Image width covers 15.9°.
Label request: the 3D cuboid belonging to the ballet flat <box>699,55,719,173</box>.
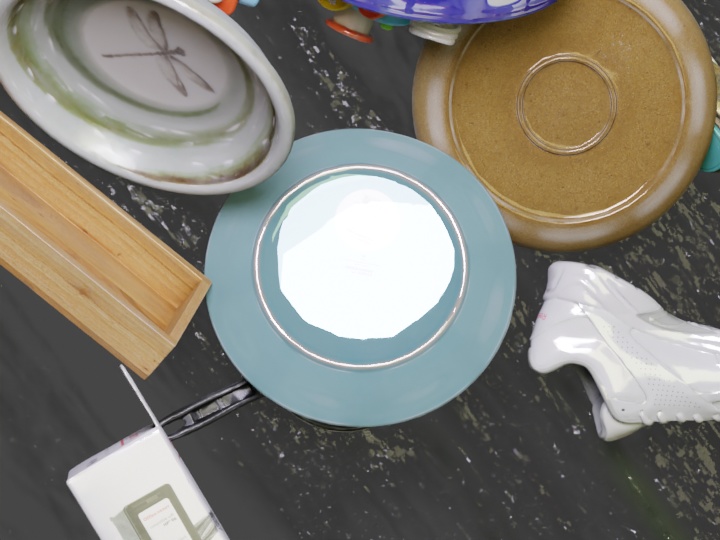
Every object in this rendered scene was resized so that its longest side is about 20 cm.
[{"bbox_3d":[0.190,-0.152,1.713,0.071,0.071,0.200,-45,95,-15],"label":"ballet flat"}]

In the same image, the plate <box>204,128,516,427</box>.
[{"bbox_3d":[0.000,0.000,1.629,0.200,0.026,0.200,0,73,0],"label":"plate"}]

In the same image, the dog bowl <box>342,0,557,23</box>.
[{"bbox_3d":[0.046,-0.235,1.612,0.200,0.200,0.079,-2,125,-15],"label":"dog bowl"}]

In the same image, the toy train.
[{"bbox_3d":[-0.043,-0.171,1.624,0.200,0.150,0.056,14,117,-17],"label":"toy train"}]

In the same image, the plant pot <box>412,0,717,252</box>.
[{"bbox_3d":[0.133,-0.109,1.669,0.200,0.027,0.200,0,99,0],"label":"plant pot"}]

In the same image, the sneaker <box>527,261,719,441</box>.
[{"bbox_3d":[0.197,0.075,1.685,0.200,0.078,0.099,26,84,-1],"label":"sneaker"}]

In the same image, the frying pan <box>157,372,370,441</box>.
[{"bbox_3d":[-0.046,0.048,1.644,0.190,0.031,0.115,-3,82,-17],"label":"frying pan"}]

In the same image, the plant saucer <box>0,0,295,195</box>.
[{"bbox_3d":[-0.128,-0.126,1.564,0.200,0.200,0.050,29,57,-10],"label":"plant saucer"}]

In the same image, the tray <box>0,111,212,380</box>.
[{"bbox_3d":[-0.189,-0.025,1.578,0.200,0.099,0.037,38,115,-7],"label":"tray"}]

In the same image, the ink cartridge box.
[{"bbox_3d":[-0.121,0.159,1.560,0.068,0.116,0.200,-30,91,-6],"label":"ink cartridge box"}]
